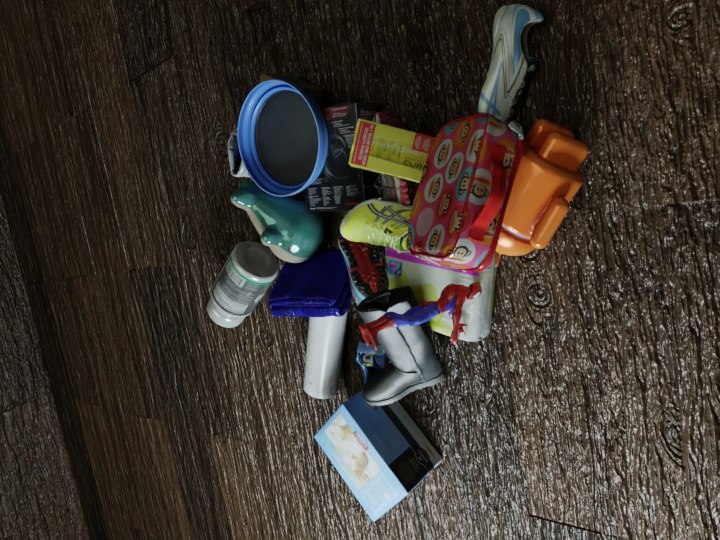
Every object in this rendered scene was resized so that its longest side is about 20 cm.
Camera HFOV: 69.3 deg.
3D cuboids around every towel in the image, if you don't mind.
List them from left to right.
[{"bbox_3d":[-0.094,0.021,1.040,0.197,0.049,0.150,-3,58,39],"label":"towel"}]

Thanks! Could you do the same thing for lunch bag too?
[{"bbox_3d":[0.141,-0.104,0.697,0.176,0.081,0.204,-162,88,-72],"label":"lunch bag"}]

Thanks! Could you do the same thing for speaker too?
[{"bbox_3d":[-0.074,0.161,1.092,0.080,0.081,0.204,21,114,34],"label":"speaker"}]

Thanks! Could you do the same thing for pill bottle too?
[{"bbox_3d":[-0.277,0.037,1.205,0.114,0.112,0.200,52,129,15],"label":"pill bottle"}]

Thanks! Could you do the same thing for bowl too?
[{"bbox_3d":[-0.142,-0.240,0.953,0.198,0.039,0.205,11,110,32],"label":"bowl"}]

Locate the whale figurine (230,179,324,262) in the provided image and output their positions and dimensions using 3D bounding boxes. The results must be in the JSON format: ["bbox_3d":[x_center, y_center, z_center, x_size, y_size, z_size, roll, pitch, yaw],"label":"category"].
[{"bbox_3d":[-0.155,-0.110,1.026,0.199,0.160,0.103,41,123,-16],"label":"whale figurine"}]

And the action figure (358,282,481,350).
[{"bbox_3d":[0.106,0.085,0.783,0.101,0.197,0.065,67,166,-9],"label":"action figure"}]

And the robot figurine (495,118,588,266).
[{"bbox_3d":[0.232,-0.108,0.741,0.143,0.116,0.202,40,123,21],"label":"robot figurine"}]

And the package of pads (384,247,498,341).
[{"bbox_3d":[0.131,0.025,0.891,0.197,0.068,0.158,14,110,37],"label":"package of pads"}]

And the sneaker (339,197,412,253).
[{"bbox_3d":[0.054,-0.069,0.842,0.196,0.077,0.076,-1,125,23],"label":"sneaker"}]

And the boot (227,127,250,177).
[{"bbox_3d":[-0.221,-0.289,1.078,0.073,0.095,0.204,25,117,32],"label":"boot"}]

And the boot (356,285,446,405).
[{"bbox_3d":[0.043,0.131,0.881,0.162,0.066,0.201,-24,128,8],"label":"boot"}]

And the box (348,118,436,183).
[{"bbox_3d":[0.084,-0.177,0.815,0.196,0.050,0.077,16,98,2],"label":"box"}]

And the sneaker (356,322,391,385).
[{"bbox_3d":[0.035,0.140,0.995,0.073,0.082,0.204,1,102,41],"label":"sneaker"}]

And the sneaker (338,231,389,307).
[{"bbox_3d":[0.000,0.000,0.949,0.097,0.078,0.202,95,170,-45],"label":"sneaker"}]

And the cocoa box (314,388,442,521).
[{"bbox_3d":[0.032,0.347,1.021,0.201,0.130,0.134,50,127,18],"label":"cocoa box"}]

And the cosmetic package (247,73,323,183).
[{"bbox_3d":[-0.151,-0.271,1.031,0.102,0.087,0.203,27,118,28],"label":"cosmetic package"}]

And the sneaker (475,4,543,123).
[{"bbox_3d":[0.211,-0.267,0.745,0.071,0.072,0.204,17,116,25],"label":"sneaker"}]

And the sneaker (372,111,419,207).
[{"bbox_3d":[0.054,-0.170,0.894,0.074,0.080,0.204,-11,95,42],"label":"sneaker"}]

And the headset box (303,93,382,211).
[{"bbox_3d":[-0.035,-0.214,0.957,0.147,0.077,0.204,3,103,38],"label":"headset box"}]
